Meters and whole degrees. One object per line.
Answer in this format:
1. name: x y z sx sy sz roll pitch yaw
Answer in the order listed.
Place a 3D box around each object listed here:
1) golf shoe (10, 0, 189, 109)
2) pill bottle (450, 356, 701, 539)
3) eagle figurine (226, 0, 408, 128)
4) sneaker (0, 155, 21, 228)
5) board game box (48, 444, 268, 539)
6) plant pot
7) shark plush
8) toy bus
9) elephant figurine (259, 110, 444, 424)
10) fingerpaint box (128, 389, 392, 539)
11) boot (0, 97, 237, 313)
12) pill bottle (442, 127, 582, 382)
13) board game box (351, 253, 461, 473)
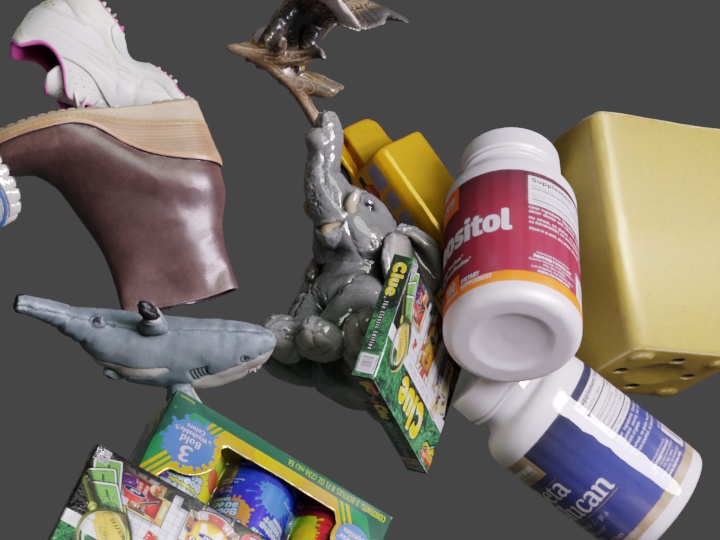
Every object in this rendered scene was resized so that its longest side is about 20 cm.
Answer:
1. golf shoe: -0.211 -0.147 1.753 0.091 0.075 0.200 -38 79 -28
2. pill bottle: 0.178 0.141 1.759 0.200 0.111 0.111 37 50 -3
3. eagle figurine: -0.047 -0.232 1.851 0.150 0.153 0.201 6 43 18
4. sneaker: -0.344 -0.105 1.612 0.089 0.078 0.201 -39 107 -31
5. board game box: -0.124 0.216 1.494 0.199 0.023 0.105 30 57 -10
6. plant pot: 0.248 0.000 1.846 0.194 0.194 0.202 5 68 -27
7. shark plush: -0.169 0.041 1.639 0.199 0.083 0.091 26 55 -12
8. toy bus: 0.050 -0.047 1.826 0.065 0.078 0.201 -26 76 -38
9. elephant figurine: 0.000 0.000 1.724 0.140 0.155 0.201 15 61 4
10. fingerpaint box: -0.096 0.214 1.580 0.199 0.073 0.167 32 51 -8
11. boot: -0.204 -0.045 1.682 0.198 0.072 0.168 -9 83 -8
12. pill bottle: 0.123 -0.017 1.717 0.112 0.113 0.201 20 44 -18
13. board game box: 0.040 0.078 1.666 0.023 0.200 0.105 14 69 21
